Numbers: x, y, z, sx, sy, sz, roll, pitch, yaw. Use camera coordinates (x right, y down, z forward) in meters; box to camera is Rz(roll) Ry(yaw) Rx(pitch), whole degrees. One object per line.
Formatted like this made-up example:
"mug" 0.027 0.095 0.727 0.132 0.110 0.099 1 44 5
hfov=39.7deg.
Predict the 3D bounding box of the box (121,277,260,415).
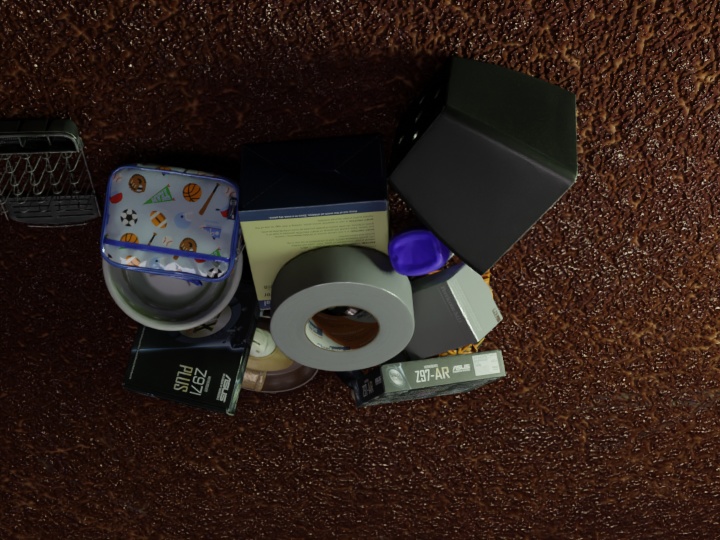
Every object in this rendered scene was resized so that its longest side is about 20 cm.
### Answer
"box" -0.247 0.102 1.496 0.163 0.201 0.086 14 169 1

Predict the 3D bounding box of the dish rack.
"dish rack" -0.445 -0.125 1.379 0.153 0.055 0.200 -1 138 0

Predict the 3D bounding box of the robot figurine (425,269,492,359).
"robot figurine" 0.148 0.080 1.600 0.144 0.058 0.201 -10 130 -13

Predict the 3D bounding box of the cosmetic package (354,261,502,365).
"cosmetic package" 0.100 0.068 1.493 0.200 0.090 0.107 -24 98 46

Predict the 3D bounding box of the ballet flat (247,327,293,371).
"ballet flat" -0.197 0.111 1.579 0.199 0.069 0.063 13 146 -10

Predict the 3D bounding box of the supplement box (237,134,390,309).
"supplement box" -0.057 -0.065 1.400 0.199 0.135 0.200 -4 137 3

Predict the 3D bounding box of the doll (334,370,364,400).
"doll" -0.026 0.155 1.665 0.048 0.136 0.200 -40 132 -17

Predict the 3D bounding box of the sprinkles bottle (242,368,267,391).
"sprinkles bottle" -0.251 0.142 1.622 0.199 0.068 0.068 14 136 -9

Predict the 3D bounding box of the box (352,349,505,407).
"box" 0.104 0.170 1.557 0.199 0.044 0.160 -6 166 -17

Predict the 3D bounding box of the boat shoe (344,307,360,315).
"boat shoe" 0.021 0.103 1.624 0.060 0.072 0.200 -50 132 -2

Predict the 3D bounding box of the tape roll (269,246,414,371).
"tape roll" -0.026 0.057 1.386 0.199 0.066 0.201 -1 140 -1

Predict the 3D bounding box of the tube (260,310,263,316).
"tube" -0.253 0.044 1.581 0.199 0.050 0.078 2 130 2

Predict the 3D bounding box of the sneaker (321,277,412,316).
"sneaker" 0.000 0.000 1.525 0.200 0.091 0.067 -27 132 -11

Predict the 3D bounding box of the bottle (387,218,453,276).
"bottle" 0.099 -0.045 1.392 0.083 0.200 0.066 -13 99 19

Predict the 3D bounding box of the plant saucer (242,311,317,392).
"plant saucer" -0.165 0.131 1.673 0.199 0.035 0.201 2 136 2

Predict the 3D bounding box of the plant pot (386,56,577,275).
"plant pot" 0.147 -0.154 1.282 0.177 0.200 0.200 29 130 -15

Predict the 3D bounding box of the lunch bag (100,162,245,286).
"lunch bag" -0.254 -0.062 1.382 0.199 0.076 0.161 10 95 -1

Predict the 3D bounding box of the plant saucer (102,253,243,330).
"plant saucer" -0.269 -0.012 1.443 0.199 0.201 0.050 1 174 -3
